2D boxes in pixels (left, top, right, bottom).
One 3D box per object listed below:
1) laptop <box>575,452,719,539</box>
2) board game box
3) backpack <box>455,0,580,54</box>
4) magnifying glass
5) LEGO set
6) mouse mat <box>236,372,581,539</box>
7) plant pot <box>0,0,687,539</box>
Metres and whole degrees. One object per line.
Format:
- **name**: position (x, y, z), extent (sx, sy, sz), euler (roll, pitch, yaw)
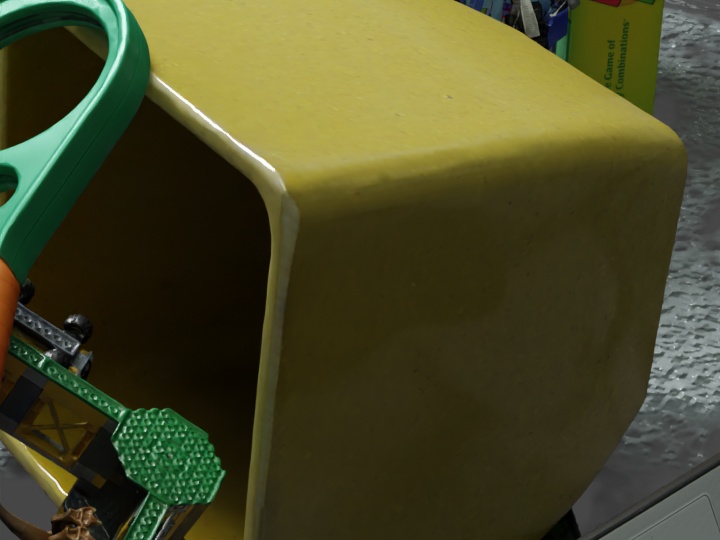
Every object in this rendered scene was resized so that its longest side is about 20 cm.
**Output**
- **laptop**: position (0.140, 0.156, 0.613), extent (0.187, 0.200, 0.116), euler (-23, 7, -42)
- **board game box**: position (0.110, -0.174, 1.058), extent (0.048, 0.200, 0.102), euler (-5, 33, -10)
- **backpack**: position (0.005, -0.143, 1.006), extent (0.183, 0.200, 0.135), euler (25, 39, 33)
- **magnifying glass**: position (-0.106, -0.013, 0.650), extent (0.080, 0.022, 0.200), euler (-12, 45, 18)
- **LEGO set**: position (-0.137, 0.102, 0.643), extent (0.154, 0.116, 0.200), euler (29, 36, -12)
- **mouse mat**: position (-0.003, 0.078, 0.839), extent (0.161, 0.008, 0.200), euler (-2, 32, -6)
- **plant pot**: position (0.000, 0.000, 0.791), extent (0.200, 0.196, 0.194), euler (-12, 34, -32)
